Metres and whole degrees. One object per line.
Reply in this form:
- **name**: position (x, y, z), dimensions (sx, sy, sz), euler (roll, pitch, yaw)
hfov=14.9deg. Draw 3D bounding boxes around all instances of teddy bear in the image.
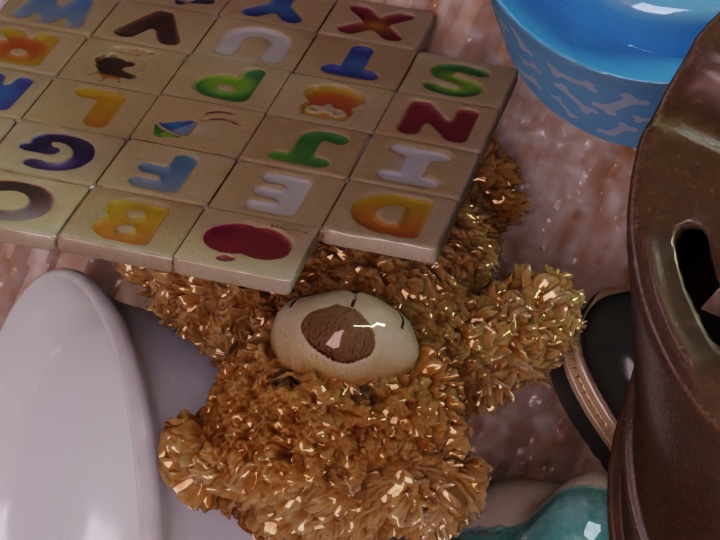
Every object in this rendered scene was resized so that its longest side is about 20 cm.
- **teddy bear**: position (0.000, 0.000, 0.825), dimensions (0.145, 0.200, 0.067), euler (38, 124, 3)

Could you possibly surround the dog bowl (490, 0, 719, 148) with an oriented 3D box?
- **dog bowl**: position (0.125, -0.096, 0.754), dimensions (0.199, 0.050, 0.112), euler (-18, 59, -9)

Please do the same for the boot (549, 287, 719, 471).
- **boot**: position (0.168, 0.049, 0.823), dimensions (0.200, 0.138, 0.078), euler (33, 57, -4)

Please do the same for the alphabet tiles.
- **alphabet tiles**: position (-0.045, -0.048, 0.827), dimensions (0.166, 0.200, 0.006), euler (11, 119, 9)

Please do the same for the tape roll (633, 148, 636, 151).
- **tape roll**: position (0.159, -0.107, 0.845), dimensions (0.202, 0.071, 0.203), euler (1, 96, 10)

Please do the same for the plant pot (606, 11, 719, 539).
- **plant pot**: position (0.151, 0.024, 0.681), dimensions (0.200, 0.198, 0.201), euler (-4, 66, 9)

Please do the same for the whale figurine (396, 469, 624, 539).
- **whale figurine**: position (0.090, 0.132, 0.826), dimensions (0.199, 0.104, 0.159), euler (-3, 130, 28)

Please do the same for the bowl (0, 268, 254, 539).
- **bowl**: position (-0.061, 0.102, 0.869), dimensions (0.090, 0.201, 0.202), euler (4, 98, -23)
